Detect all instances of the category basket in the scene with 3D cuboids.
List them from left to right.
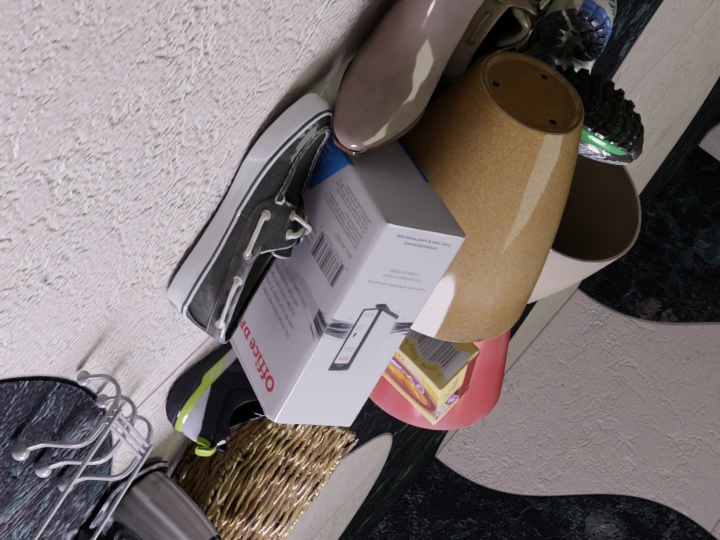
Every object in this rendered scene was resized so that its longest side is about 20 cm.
[{"bbox_3d":[-0.129,0.192,1.337,0.142,0.149,0.201,27,103,-42],"label":"basket"}]

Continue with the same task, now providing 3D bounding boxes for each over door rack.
[{"bbox_3d":[-0.228,0.185,0.951,0.148,0.066,0.203,84,25,-71],"label":"over door rack"}]

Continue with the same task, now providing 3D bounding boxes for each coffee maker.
[{"bbox_3d":[-0.175,0.314,1.201,0.134,0.199,0.193,-35,158,-47],"label":"coffee maker"}]

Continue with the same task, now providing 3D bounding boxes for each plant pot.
[{"bbox_3d":[0.101,0.061,1.539,0.200,0.199,0.179,-38,151,-44],"label":"plant pot"},{"bbox_3d":[0.098,-0.077,1.045,0.186,0.186,0.201,-38,163,-44],"label":"plant pot"},{"bbox_3d":[0.173,-0.040,1.372,0.187,0.187,0.200,-40,173,-40],"label":"plant pot"}]

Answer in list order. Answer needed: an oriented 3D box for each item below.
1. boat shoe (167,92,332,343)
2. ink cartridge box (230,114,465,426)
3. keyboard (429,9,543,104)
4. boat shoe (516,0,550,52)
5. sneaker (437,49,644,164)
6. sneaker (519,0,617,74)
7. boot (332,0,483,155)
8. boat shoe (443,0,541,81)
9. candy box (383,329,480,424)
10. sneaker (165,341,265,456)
[{"bbox_3d":[-0.069,-0.037,0.951,0.201,0.063,0.071,-57,165,16],"label":"boat shoe"},{"bbox_3d":[-0.022,0.002,0.997,0.083,0.147,0.201,8,125,-36],"label":"ink cartridge box"},{"bbox_3d":[0.094,-0.192,1.194,0.201,0.039,0.104,-50,143,-6],"label":"keyboard"},{"bbox_3d":[0.149,-0.193,1.270,0.202,0.066,0.072,-54,167,9],"label":"boat shoe"},{"bbox_3d":[0.160,-0.137,1.120,0.078,0.198,0.086,-44,148,-40],"label":"sneaker"},{"bbox_3d":[0.194,-0.217,1.150,0.086,0.076,0.200,-65,-177,-17],"label":"sneaker"},{"bbox_3d":[0.050,-0.193,0.919,0.201,0.070,0.147,-60,180,-32],"label":"boot"},{"bbox_3d":[0.123,-0.222,1.097,0.200,0.065,0.073,-39,151,-37],"label":"boat shoe"},{"bbox_3d":[0.016,0.038,1.133,0.056,0.200,0.117,-43,165,-15],"label":"candy box"},{"bbox_3d":[-0.096,0.102,1.173,0.200,0.083,0.072,-43,164,-34],"label":"sneaker"}]
